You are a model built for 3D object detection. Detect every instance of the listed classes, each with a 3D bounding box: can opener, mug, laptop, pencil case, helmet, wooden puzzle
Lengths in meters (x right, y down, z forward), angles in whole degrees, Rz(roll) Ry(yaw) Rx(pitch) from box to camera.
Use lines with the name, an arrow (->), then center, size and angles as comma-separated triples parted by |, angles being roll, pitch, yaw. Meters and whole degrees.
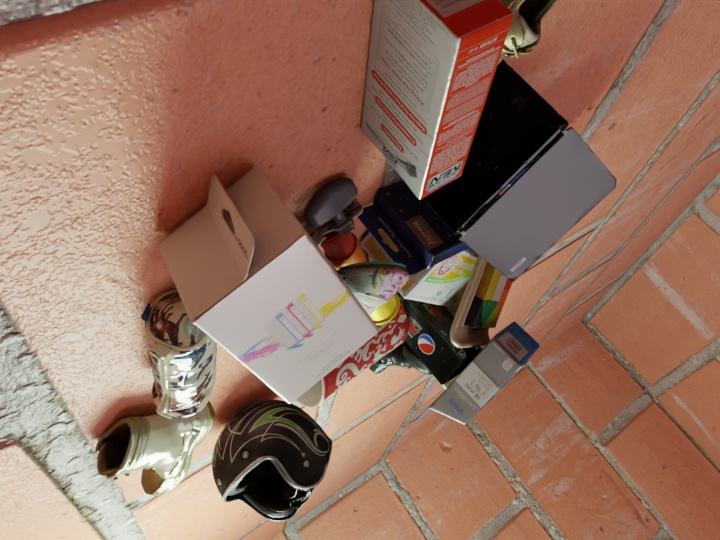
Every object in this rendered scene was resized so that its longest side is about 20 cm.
can opener -> -0.085, -0.038, 0.707 | 0.199, 0.053, 0.067 | -34, 125, -10
mug -> -0.020, 0.097, 0.943 | 0.199, 0.134, 0.178 | -25, 156, -38
laptop -> 0.174, -0.120, 0.740 | 0.177, 0.201, 0.103 | -45, 162, 17
pencil case -> -0.213, 0.105, 0.719 | 0.089, 0.077, 0.201 | -46, 166, -36
helmet -> -0.163, 0.329, 1.081 | 0.202, 0.189, 0.200 | -61, -175, 9
wooden puzzle -> 0.205, 0.021, 0.940 | 0.184, 0.037, 0.203 | 9, 98, -62

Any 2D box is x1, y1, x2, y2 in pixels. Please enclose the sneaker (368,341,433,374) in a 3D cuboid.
sneaker -> 0.052, 0.147, 1.082 | 0.060, 0.199, 0.105 | -15, 133, -46

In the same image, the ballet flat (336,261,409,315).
ballet flat -> -0.024, 0.027, 0.738 | 0.069, 0.198, 0.072 | 25, 72, -45

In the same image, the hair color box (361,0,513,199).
hair color box -> 0.060, -0.176, 0.566 | 0.063, 0.111, 0.201 | -29, 156, -20

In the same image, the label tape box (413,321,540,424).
label tape box -> 0.191, 0.184, 0.986 | 0.201, 0.063, 0.144 | -53, 162, 22

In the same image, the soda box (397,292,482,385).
soda box -> 0.104, 0.085, 1.009 | 0.063, 0.201, 0.071 | -18, 151, -44

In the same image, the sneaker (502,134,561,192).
sneaker -> 0.300, -0.193, 0.946 | 0.198, 0.077, 0.111 | -20, 161, -25

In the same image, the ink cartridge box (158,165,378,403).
ink cartridge box -> -0.094, 0.011, 0.602 | 0.125, 0.129, 0.200 | -38, 137, -2

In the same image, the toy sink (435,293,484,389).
toy sink -> 0.164, 0.101, 1.137 | 0.129, 0.201, 0.112 | -28, 156, -21

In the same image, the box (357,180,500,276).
box -> 0.104, -0.076, 0.808 | 0.198, 0.122, 0.033 | -25, 154, -30

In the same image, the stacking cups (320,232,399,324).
stacking cups -> 0.000, 0.000, 0.821 | 0.060, 0.061, 0.201 | -36, 142, -5

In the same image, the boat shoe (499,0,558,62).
boat shoe -> 0.154, -0.255, 0.617 | 0.074, 0.067, 0.201 | -13, 147, -46

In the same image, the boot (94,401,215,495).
boot -> -0.318, 0.274, 0.892 | 0.154, 0.072, 0.201 | -3, 134, -56

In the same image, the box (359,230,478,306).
box -> 0.103, -0.024, 0.919 | 0.101, 0.113, 0.199 | -47, 156, 14
